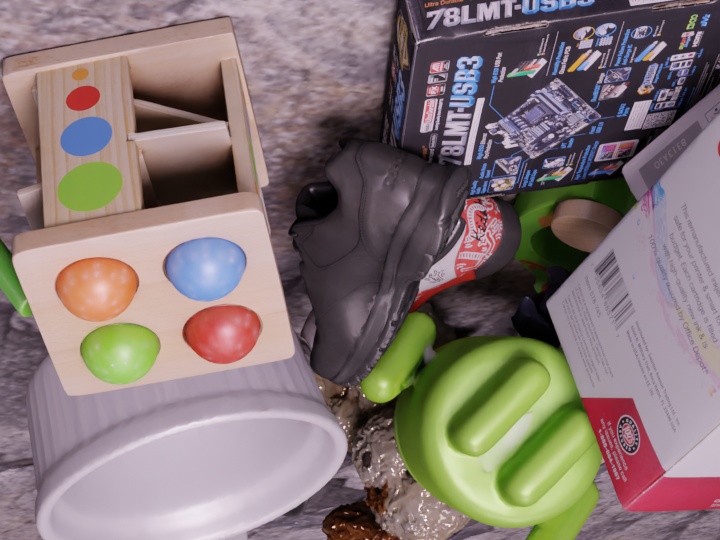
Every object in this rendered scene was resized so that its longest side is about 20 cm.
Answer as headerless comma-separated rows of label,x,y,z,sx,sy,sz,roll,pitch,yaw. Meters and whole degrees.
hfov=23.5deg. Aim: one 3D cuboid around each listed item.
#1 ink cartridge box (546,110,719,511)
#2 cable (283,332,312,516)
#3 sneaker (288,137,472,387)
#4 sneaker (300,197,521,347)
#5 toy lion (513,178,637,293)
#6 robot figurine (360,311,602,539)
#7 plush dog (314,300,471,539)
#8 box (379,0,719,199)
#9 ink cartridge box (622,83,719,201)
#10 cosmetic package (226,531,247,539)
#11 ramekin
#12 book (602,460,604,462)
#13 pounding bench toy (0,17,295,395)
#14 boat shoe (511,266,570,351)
ink cartridge box,0.229,0.023,0.963,0.144,0.146,0.200,3,145,-29
cable,-0.056,0.094,1.237,0.097,0.050,0.200,-2,131,26
sneaker,-0.003,-0.009,1.030,0.091,0.076,0.200,26,136,1
sneaker,0.000,-0.001,1.147,0.108,0.067,0.201,18,140,-42
toy lion,0.182,0.001,1.181,0.200,0.069,0.192,27,156,-19
robot figurine,0.086,0.099,1.096,0.116,0.175,0.200,-47,-175,-7
plush dog,0.037,0.120,1.285,0.160,0.172,0.200,8,148,-35
box,0.115,-0.109,0.984,0.198,0.050,0.200,-8,155,-6
ink cartridge box,0.275,-0.086,1.029,0.200,0.050,0.161,1,146,-44
cosmetic package,-0.150,0.162,1.268,0.113,0.200,0.081,3,152,-28
ramekin,-0.117,0.098,1.105,0.200,0.098,0.201,-15,153,-8
book,0.218,0.106,1.380,0.133,0.048,0.200,-27,179,29
pounding bench toy,-0.147,-0.020,0.915,0.200,0.156,0.124,-10,141,0
boat shoe,0.155,0.051,1.186,0.075,0.093,0.200,-48,166,-9
